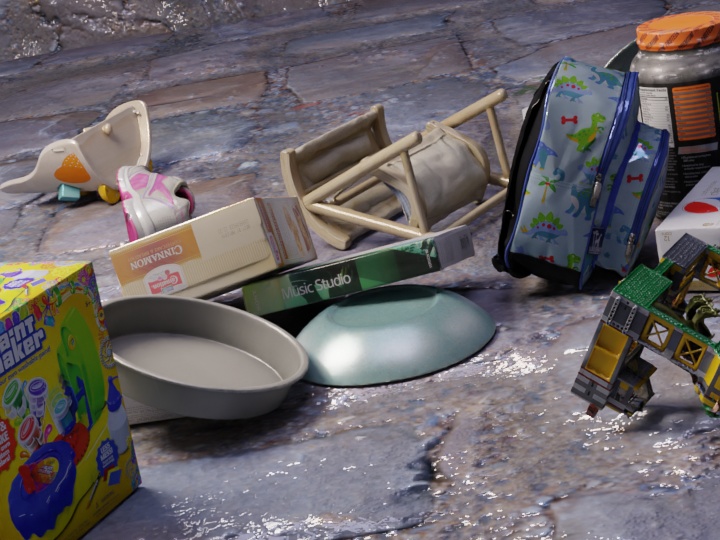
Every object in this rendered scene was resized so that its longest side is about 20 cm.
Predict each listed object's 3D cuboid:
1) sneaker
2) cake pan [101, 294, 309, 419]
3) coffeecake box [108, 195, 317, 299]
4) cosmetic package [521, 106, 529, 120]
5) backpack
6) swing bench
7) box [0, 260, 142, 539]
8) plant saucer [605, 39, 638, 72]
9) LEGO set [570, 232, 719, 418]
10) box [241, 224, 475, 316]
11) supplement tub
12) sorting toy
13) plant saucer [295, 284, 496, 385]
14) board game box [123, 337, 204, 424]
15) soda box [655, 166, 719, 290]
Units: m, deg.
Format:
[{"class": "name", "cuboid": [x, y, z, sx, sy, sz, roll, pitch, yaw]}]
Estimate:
[{"class": "sneaker", "cuboid": [-0.247, -0.078, 2.061, 0.088, 0.082, 0.200, -12, 26, -8]}, {"class": "cake pan", "cuboid": [-0.145, 0.076, 1.464, 0.199, 0.037, 0.200, 12, 18, -4]}, {"class": "coffeecake box", "cuboid": [-0.140, -0.015, 1.659, 0.153, 0.074, 0.200, -19, 0, 10]}, {"class": "cosmetic package", "cuboid": [0.301, -0.199, 2.077, 0.199, 0.052, 0.151, -22, 18, 10]}, {"class": "backpack", "cuboid": [0.222, -0.098, 1.626, 0.146, 0.201, 0.183, 13, 20, 7]}, {"class": "swing bench", "cuboid": [0.050, -0.112, 1.902, 0.199, 0.131, 0.199, -4, 18, 38]}, {"class": "box", "cuboid": [-0.283, 0.117, 1.262, 0.121, 0.194, 0.200, -1, 20, 27]}, {"class": "plant saucer", "cuboid": [0.336, -0.193, 1.856, 0.200, 0.202, 0.039, -12, 40, -6]}, {"class": "LEGO set", "cuboid": [0.254, 0.065, 1.308, 0.153, 0.116, 0.200, 26, 32, 12]}, {"class": "box", "cuboid": [0.000, 0.000, 1.629, 0.199, 0.037, 0.144, -16, 1, 17]}, {"class": "supplement tub", "cuboid": [0.346, -0.160, 1.744, 0.122, 0.201, 0.123, -9, 17, 3]}, {"class": "sorting toy", "cuboid": [-0.401, -0.145, 2.332, 0.179, 0.108, 0.200, -10, 16, 26]}, {"class": "plant saucer", "cuboid": [0.024, 0.049, 1.550, 0.199, 0.039, 0.201, -10, 17, 3]}, {"class": "board game box", "cuboid": [-0.205, 0.090, 1.562, 0.125, 0.035, 0.200, -8, 18, 5]}, {"class": "soda box", "cuboid": [0.345, -0.043, 1.609, 0.068, 0.064, 0.200, -1, 19, 28]}]
